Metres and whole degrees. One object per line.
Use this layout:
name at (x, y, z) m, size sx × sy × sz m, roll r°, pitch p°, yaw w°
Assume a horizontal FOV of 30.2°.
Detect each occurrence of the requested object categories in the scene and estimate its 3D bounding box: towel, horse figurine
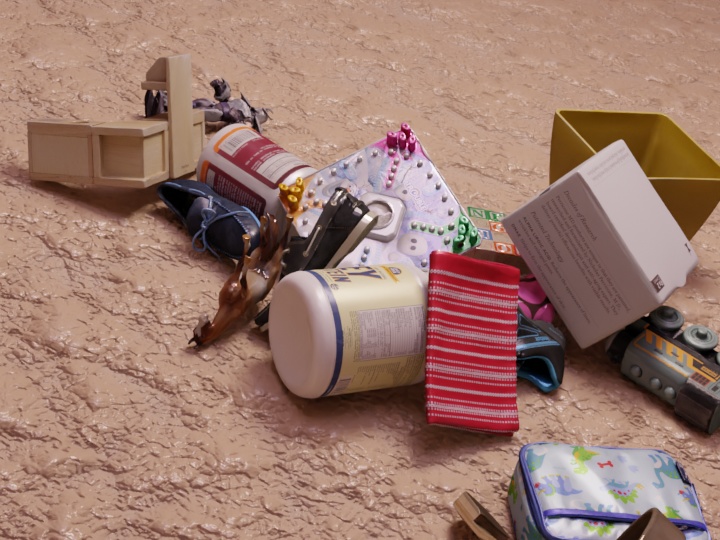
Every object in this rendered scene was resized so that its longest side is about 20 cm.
towel at (0.131, 0.083, 1.534) m, size 0.144 × 0.202 × 0.022 m, roll 13°, pitch -18°, yaw -38°
horse figurine at (-0.134, 0.004, 1.615) m, size 0.050 × 0.133 × 0.200 m, roll 24°, pitch 30°, yaw 7°

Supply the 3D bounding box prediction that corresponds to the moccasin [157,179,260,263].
moccasin at (-0.202, -0.061, 1.748) m, size 0.068 × 0.081 × 0.200 m, roll 4°, pitch 17°, yaw -42°

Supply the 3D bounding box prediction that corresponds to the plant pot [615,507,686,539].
plant pot at (0.268, 0.344, 1.201) m, size 0.173 × 0.200 × 0.200 m, roll 39°, pitch 37°, yaw 11°

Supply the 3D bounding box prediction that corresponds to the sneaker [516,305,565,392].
sneaker at (0.174, 0.077, 1.633) m, size 0.199 × 0.073 × 0.082 m, roll 27°, pitch 37°, yaw -19°

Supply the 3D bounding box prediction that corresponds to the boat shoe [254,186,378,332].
boat shoe at (-0.065, -0.010, 1.614) m, size 0.068 × 0.200 × 0.072 m, roll 41°, pitch 7°, yaw 3°

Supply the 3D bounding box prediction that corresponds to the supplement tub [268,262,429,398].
supplement tub at (0.008, 0.067, 1.554) m, size 0.199 × 0.146 × 0.145 m, roll -5°, pitch 36°, yaw -29°

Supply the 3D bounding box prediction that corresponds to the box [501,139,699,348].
box at (0.314, -0.037, 1.729) m, size 0.201 × 0.130 × 0.199 m, roll 58°, pitch 32°, yaw 1°

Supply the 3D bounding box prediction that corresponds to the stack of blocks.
stack of blocks at (0.187, -0.030, 1.861) m, size 0.199 × 0.059 × 0.115 m, roll 9°, pitch 31°, yaw -8°

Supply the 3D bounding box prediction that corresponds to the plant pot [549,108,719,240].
plant pot at (0.385, -0.109, 1.954) m, size 0.199 × 0.177 × 0.200 m, roll -1°, pitch 35°, yaw -23°

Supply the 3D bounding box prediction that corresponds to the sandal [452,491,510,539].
sandal at (0.128, 0.300, 1.323) m, size 0.078 × 0.070 × 0.212 m, roll 43°, pitch 2°, yaw -25°

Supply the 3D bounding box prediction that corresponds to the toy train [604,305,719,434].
toy train at (0.406, 0.123, 1.693) m, size 0.200 × 0.086 × 0.114 m, roll 35°, pitch 46°, yaw 30°

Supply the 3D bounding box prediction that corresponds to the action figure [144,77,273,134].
action figure at (-0.223, -0.243, 2.029) m, size 0.199 × 0.070 × 0.130 m, roll 1°, pitch 29°, yaw -26°

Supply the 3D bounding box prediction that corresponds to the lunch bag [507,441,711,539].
lunch bag at (0.263, 0.261, 1.413) m, size 0.198 × 0.083 × 0.161 m, roll 8°, pitch 35°, yaw -9°

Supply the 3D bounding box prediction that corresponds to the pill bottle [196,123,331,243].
pill bottle at (-0.117, -0.107, 1.808) m, size 0.200 × 0.115 × 0.114 m, roll 34°, pitch 37°, yaw 29°

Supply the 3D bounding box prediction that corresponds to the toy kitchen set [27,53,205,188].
toy kitchen set at (-0.330, -0.216, 1.840) m, size 0.179 × 0.164 × 0.200 m, roll 5°, pitch 14°, yaw 17°

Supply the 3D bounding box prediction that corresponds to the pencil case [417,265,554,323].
pencil case at (0.145, 0.035, 1.717) m, size 0.199 × 0.091 × 0.094 m, roll 7°, pitch 67°, yaw -15°

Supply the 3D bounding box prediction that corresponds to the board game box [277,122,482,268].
board game box at (0.022, -0.072, 1.693) m, size 0.199 × 0.026 × 0.201 m, roll -27°, pitch 64°, yaw -8°
